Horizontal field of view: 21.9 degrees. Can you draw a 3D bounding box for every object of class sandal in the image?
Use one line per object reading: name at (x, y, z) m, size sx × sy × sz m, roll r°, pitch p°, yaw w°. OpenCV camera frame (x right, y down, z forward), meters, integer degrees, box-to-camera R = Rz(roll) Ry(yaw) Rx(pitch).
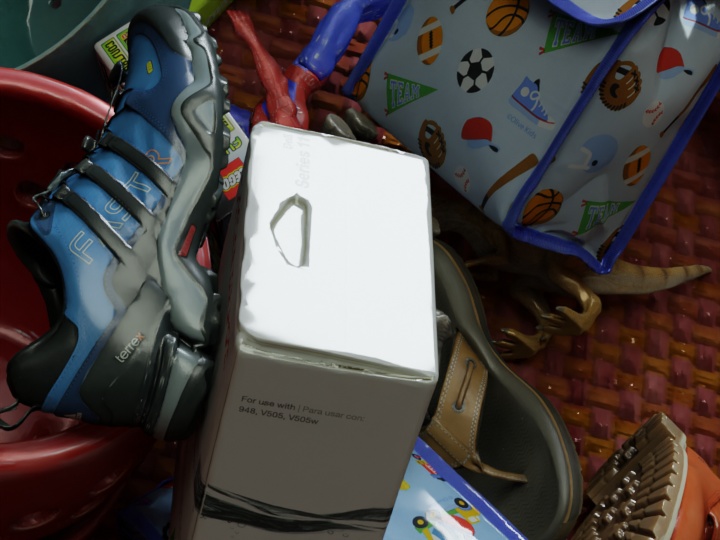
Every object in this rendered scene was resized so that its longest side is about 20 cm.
sandal at (0.049, 0.065, 0.977) m, size 0.054 × 0.082 × 0.201 m, roll 4°, pitch 51°, yaw -41°

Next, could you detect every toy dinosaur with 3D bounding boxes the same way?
toy dinosaur at (0.118, -0.001, 1.060) m, size 0.198 × 0.061 × 0.107 m, roll 17°, pitch 53°, yaw -7°

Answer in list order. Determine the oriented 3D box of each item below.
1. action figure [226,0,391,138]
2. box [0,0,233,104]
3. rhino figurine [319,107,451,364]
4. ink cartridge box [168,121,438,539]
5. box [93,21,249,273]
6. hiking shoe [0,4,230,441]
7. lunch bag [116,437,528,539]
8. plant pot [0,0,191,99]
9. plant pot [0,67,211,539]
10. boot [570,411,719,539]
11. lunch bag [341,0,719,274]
action figure at (-0.045, -0.138, 1.072) m, size 0.098 × 0.065 × 0.201 m, roll 30°, pitch 75°, yaw -2°
box at (-0.155, -0.162, 1.085) m, size 0.121 × 0.048 × 0.200 m, roll 33°, pitch 53°, yaw 6°
rhino figurine at (0.000, 0.000, 0.989) m, size 0.059 × 0.088 × 0.201 m, roll 23°, pitch 27°, yaw -41°
ink cartridge box at (-0.029, 0.061, 0.800) m, size 0.082 × 0.201 × 0.147 m, roll 9°, pitch 40°, yaw -8°
box at (-0.078, -0.034, 0.935) m, size 0.035 × 0.200 × 0.110 m, roll -33°, pitch 71°, yaw -11°
hiking shoe at (-0.101, -0.030, 0.769) m, size 0.086 × 0.075 × 0.202 m, roll 6°, pitch 59°, yaw -13°
lunch bag at (-0.015, 0.144, 0.915) m, size 0.150 × 0.095 × 0.200 m, roll -26°, pitch 59°, yaw -27°
plant pot at (-0.159, -0.162, 0.948) m, size 0.198 × 0.135 × 0.203 m, roll -7°, pitch 71°, yaw 20°
plant pot at (-0.176, 0.036, 0.860) m, size 0.198 × 0.183 × 0.202 m, roll 6°, pitch 60°, yaw -10°
boot at (0.165, 0.140, 0.928) m, size 0.107 × 0.075 × 0.200 m, roll 48°, pitch 16°, yaw 4°
lunch bag at (0.108, -0.133, 1.016) m, size 0.123 × 0.201 × 0.170 m, roll 17°, pitch 20°, yaw -48°
